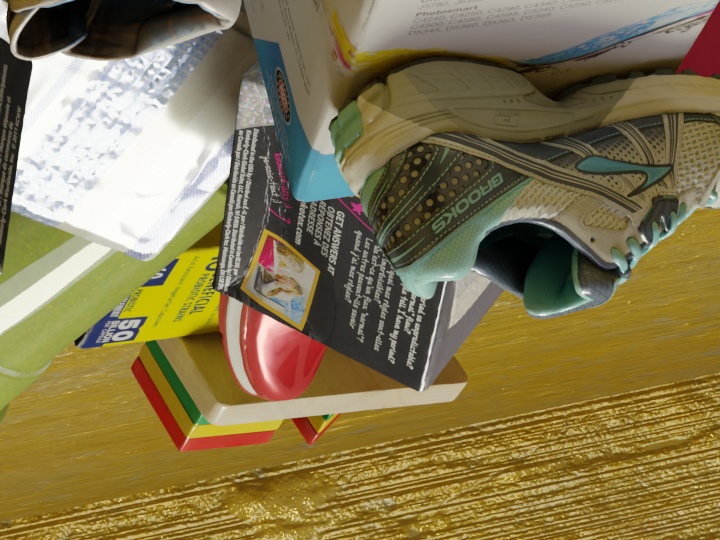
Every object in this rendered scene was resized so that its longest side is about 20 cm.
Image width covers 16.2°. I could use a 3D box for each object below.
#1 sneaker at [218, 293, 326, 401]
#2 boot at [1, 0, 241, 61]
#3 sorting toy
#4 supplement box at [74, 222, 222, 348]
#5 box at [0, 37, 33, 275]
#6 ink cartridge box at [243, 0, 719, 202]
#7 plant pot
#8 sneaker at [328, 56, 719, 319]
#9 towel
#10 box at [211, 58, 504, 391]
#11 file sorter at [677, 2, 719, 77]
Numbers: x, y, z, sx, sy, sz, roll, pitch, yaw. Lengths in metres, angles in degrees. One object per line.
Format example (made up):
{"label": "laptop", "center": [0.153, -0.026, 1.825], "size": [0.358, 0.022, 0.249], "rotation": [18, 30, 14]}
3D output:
{"label": "sneaker", "center": [0.000, 0.000, 1.278], "size": [0.078, 0.115, 0.200], "rotation": [-35, 144, -46]}
{"label": "boot", "center": [-0.127, -0.126, 0.937], "size": [0.200, 0.096, 0.074], "rotation": [-2, 161, 31]}
{"label": "sorting toy", "center": [-0.068, 0.027, 1.584], "size": [0.199, 0.200, 0.070], "rotation": [-3, 137, -41]}
{"label": "supplement box", "center": [-0.072, -0.036, 1.472], "size": [0.200, 0.110, 0.109], "rotation": [-7, 154, -27]}
{"label": "box", "center": [-0.240, -0.069, 0.977], "size": [0.122, 0.106, 0.200], "rotation": [-21, 139, 33]}
{"label": "ink cartridge box", "center": [0.042, -0.141, 0.943], "size": [0.146, 0.147, 0.200], "rotation": [-9, 159, -15]}
{"label": "plant pot", "center": [-0.162, -0.045, 1.252], "size": [0.190, 0.200, 0.200], "rotation": [-30, 164, 16]}
{"label": "sneaker", "center": [0.081, -0.022, 0.943], "size": [0.200, 0.086, 0.078], "rotation": [-1, 155, -33]}
{"label": "towel", "center": [-0.128, -0.087, 1.108], "size": [0.200, 0.024, 0.147], "rotation": [24, 119, -35]}
{"label": "box", "center": [0.037, -0.069, 1.126], "size": [0.200, 0.115, 0.132], "rotation": [-51, 160, -43]}
{"label": "file sorter", "center": [0.096, -0.095, 1.317], "size": [0.200, 0.139, 0.125], "rotation": [-24, 157, 38]}
